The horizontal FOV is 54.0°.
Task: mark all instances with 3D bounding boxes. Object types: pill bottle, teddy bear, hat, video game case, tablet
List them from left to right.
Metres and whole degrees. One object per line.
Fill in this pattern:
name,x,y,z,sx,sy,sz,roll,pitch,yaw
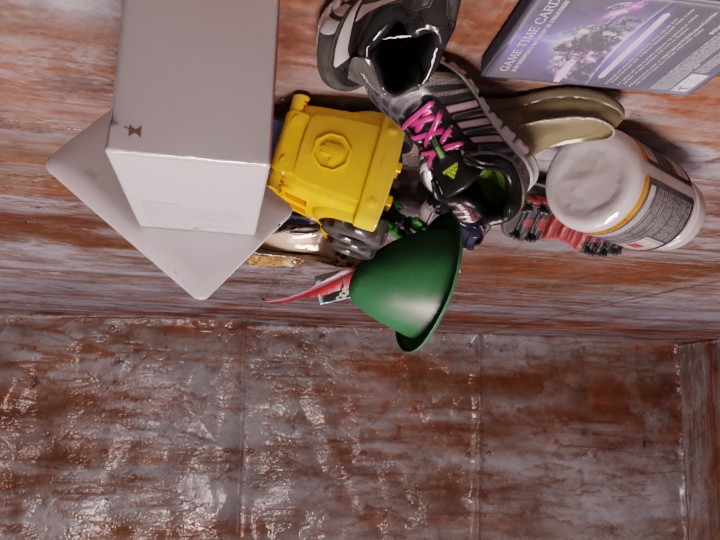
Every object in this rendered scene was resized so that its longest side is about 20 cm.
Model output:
tablet,-0.176,-0.077,0.658,0.200,0.130,0.014,39,154,7
teddy bear,-0.139,-0.031,1.312,0.144,0.068,0.199,5,170,-31
hat,0.000,0.000,0.830,0.175,0.202,0.166,18,-165,-15
video game case,0.213,-0.185,0.565,0.198,0.019,0.143,4,169,-8
pill bottle,0.314,-0.085,0.819,0.199,0.118,0.116,12,165,-42

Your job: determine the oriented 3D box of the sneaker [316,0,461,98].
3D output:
sneaker,0.012,-0.161,0.510,0.066,0.091,0.200,12,166,-23

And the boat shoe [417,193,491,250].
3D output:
boat shoe,0.130,-0.057,1.020,0.092,0.075,0.200,38,172,8

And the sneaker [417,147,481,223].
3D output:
sneaker,0.153,-0.111,0.830,0.115,0.076,0.200,-12,168,26

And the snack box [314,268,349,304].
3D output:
snack box,0.034,0.006,1.015,0.198,0.037,0.116,-13,-176,-4

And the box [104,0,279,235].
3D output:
box,-0.125,-0.126,0.555,0.105,0.154,0.200,4,170,-11

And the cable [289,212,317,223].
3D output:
cable,-0.089,-0.093,0.986,0.162,0.051,0.200,-1,-175,-24

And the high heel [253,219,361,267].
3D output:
high heel,-0.092,-0.030,1.041,0.142,0.072,0.199,-22,-147,-33

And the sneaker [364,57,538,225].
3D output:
sneaker,0.080,-0.112,0.623,0.199,0.088,0.074,38,136,-21

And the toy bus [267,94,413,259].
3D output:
toy bus,-0.051,-0.105,0.771,0.190,0.137,0.200,15,172,-2

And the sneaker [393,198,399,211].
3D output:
sneaker,0.015,-0.055,1.071,0.074,0.101,0.200,5,168,-8

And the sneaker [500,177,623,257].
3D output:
sneaker,0.273,-0.076,0.940,0.198,0.098,0.071,10,129,-14

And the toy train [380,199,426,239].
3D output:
toy train,0.025,-0.084,0.939,0.200,0.042,0.056,37,174,-35

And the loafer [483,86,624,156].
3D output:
loafer,0.159,-0.135,0.705,0.198,0.068,0.076,-1,169,15
